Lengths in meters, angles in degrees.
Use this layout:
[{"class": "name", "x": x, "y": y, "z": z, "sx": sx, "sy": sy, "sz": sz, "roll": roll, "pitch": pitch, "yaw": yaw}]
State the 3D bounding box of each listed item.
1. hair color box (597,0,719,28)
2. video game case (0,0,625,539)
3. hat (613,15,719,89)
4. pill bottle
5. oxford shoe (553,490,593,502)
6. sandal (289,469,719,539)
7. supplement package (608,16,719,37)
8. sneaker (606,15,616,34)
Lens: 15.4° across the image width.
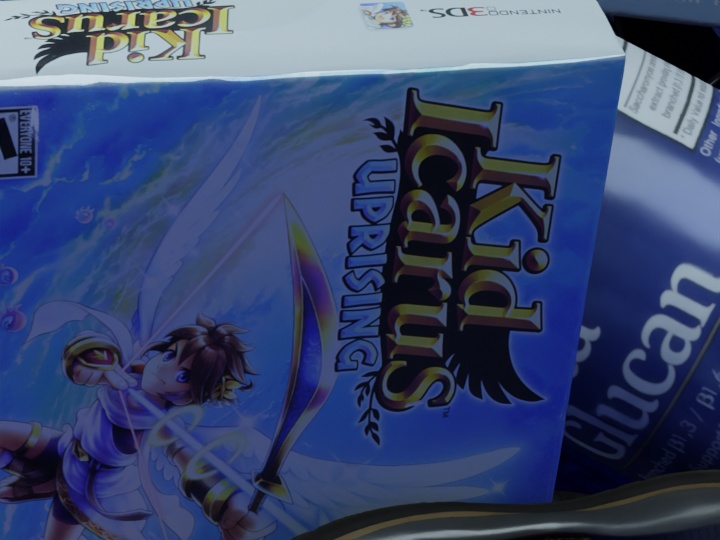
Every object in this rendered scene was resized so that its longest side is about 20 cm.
[{"class": "hair color box", "x": 0.117, "y": -0.119, "z": 0.893, "sx": 0.199, "sy": 0.061, "sz": 0.099, "roll": 5, "pitch": 16, "yaw": -23}, {"class": "video game case", "x": -0.036, "y": 0.025, "z": 0.671, "sx": 0.180, "sy": 0.201, "sz": 0.046, "roll": -5, "pitch": 37, "yaw": -15}, {"class": "hat", "x": 0.157, "y": -0.015, "z": 0.890, "sx": 0.201, "sy": 0.081, "sz": 0.201, "roll": 42, "pitch": 36, "yaw": -40}, {"class": "pill bottle", "x": 0.059, "y": -0.012, "z": 0.763, "sx": 0.199, "sy": 0.111, "sz": 0.111, "roll": 27, "pitch": 43, "yaw": 0}, {"class": "oxford shoe", "x": 0.041, "y": 0.137, "z": 0.756, "sx": 0.073, "sy": 0.071, "sz": 0.200, "roll": 18, "pitch": 38, "yaw": 16}, {"class": "sandal", "x": 0.036, "y": 0.103, "z": 0.688, "sx": 0.199, "sy": 0.082, "sz": 0.055, "roll": -7, "pitch": 37, "yaw": -19}, {"class": "supplement package", "x": 0.102, "y": -0.224, "z": 1.011, "sx": 0.146, "sy": 0.192, "sz": 0.201, "roll": 7, "pitch": 49, "yaw": -26}, {"class": "sneaker", "x": 0.055, "y": -0.036, "z": 0.906, "sx": 0.072, "sy": 0.072, "sz": 0.201, "roll": 7, "pitch": 44, "yaw": -12}]
